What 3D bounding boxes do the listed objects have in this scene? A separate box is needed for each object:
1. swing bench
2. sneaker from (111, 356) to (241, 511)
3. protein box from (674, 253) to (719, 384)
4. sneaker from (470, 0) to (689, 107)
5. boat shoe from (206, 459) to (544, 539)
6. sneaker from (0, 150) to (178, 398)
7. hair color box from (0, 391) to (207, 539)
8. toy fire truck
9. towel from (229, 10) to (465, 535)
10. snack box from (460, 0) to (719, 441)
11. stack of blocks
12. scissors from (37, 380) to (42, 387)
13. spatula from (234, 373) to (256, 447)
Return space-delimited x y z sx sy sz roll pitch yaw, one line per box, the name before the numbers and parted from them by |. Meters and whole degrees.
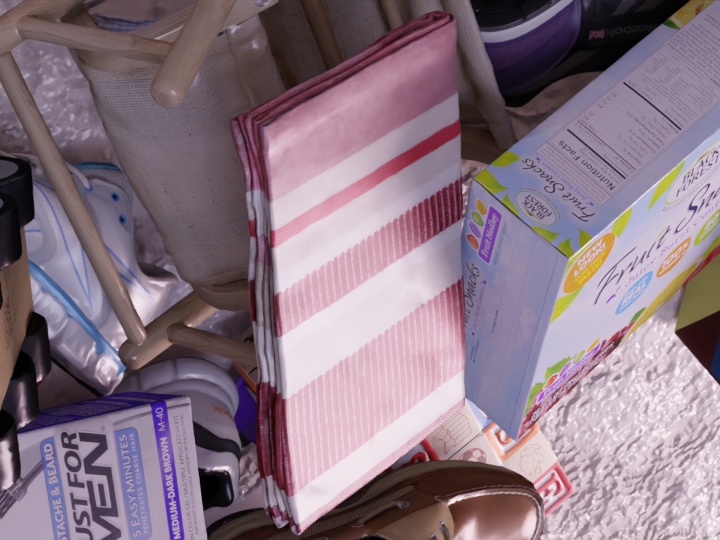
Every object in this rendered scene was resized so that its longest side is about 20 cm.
swing bench | -0.042 -0.078 1.065 0.200 0.129 0.200 -49 135 -31
sneaker | -0.148 0.120 1.180 0.199 0.080 0.074 -31 132 10
protein box | 0.310 -0.019 1.277 0.198 0.135 0.200 -3 122 -24
sneaker | 0.135 -0.151 1.161 0.199 0.076 0.088 -25 143 -4
boat shoe | 0.011 0.153 1.183 0.199 0.074 0.076 -13 110 -26
sneaker | -0.157 -0.032 1.100 0.087 0.075 0.200 -48 131 -12
hair color box | -0.167 0.127 1.055 0.199 0.065 0.110 -12 97 -35
toy fire truck | -0.237 0.009 0.948 0.198 0.176 0.130 -4 110 0
towel | 0.000 0.000 1.024 0.144 0.023 0.202 -32 128 -45
snack box | 0.131 -0.033 1.147 0.200 0.068 0.169 -40 159 -28
stack of blocks | 0.025 0.083 1.247 0.115 0.059 0.200 -39 130 -9
scissors | -0.221 0.066 1.031 0.200 0.073 0.014 -39 173 -44
spatula | -0.093 0.109 1.244 0.200 0.021 0.056 -43 129 6
